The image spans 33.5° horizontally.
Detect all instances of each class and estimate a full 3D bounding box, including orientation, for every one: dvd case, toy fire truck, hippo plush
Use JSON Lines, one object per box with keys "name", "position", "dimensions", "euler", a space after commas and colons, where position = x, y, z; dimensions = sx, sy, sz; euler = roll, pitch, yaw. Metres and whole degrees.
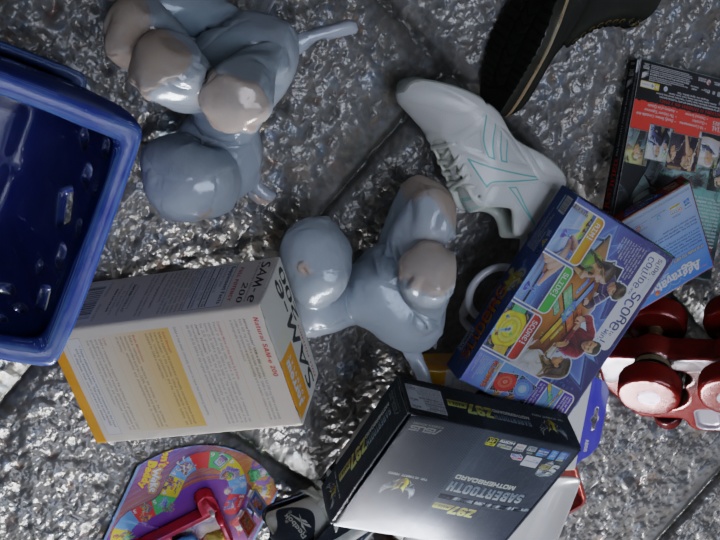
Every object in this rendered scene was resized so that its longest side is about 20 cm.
{"name": "dvd case", "position": [0.310, -0.098, 1.196], "dimensions": [0.144, 0.022, 0.203], "euler": [7, 94, -27]}
{"name": "toy fire truck", "position": [0.358, 0.120, 1.277], "dimensions": [0.197, 0.113, 0.169], "euler": [-2, 138, 24]}
{"name": "hippo plush", "position": [-0.129, -0.134, 0.958], "dimensions": [0.158, 0.200, 0.162], "euler": [29, 127, 7]}
{"name": "hippo plush", "position": [0.000, 0.000, 1.086], "dimensions": [0.158, 0.161, 0.201], "euler": [3, 138, -1]}

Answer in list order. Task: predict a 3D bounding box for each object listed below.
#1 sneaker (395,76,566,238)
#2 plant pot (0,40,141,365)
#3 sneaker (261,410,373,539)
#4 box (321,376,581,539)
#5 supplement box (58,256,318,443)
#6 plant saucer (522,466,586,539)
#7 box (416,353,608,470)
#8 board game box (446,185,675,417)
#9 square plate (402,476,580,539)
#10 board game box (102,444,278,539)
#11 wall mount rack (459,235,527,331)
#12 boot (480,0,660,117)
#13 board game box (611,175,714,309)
{"name": "sneaker", "position": [0.104, -0.101, 1.087], "dimensions": [0.199, 0.070, 0.081], "euler": [36, 79, -26]}
{"name": "plant pot", "position": [-0.295, -0.073, 0.874], "dimensions": [0.198, 0.180, 0.202], "euler": [16, 107, -30]}
{"name": "sneaker", "position": [-0.031, 0.231, 1.179], "dimensions": [0.129, 0.079, 0.201], "euler": [-4, 130, -53]}
{"name": "box", "position": [0.084, 0.186, 1.124], "dimensions": [0.198, 0.051, 0.158], "euler": [16, 125, -27]}
{"name": "supplement box", "position": [-0.149, 0.070, 1.021], "dimensions": [0.197, 0.074, 0.127], "euler": [-7, 122, 16]}
{"name": "plant saucer", "position": [0.134, 0.223, 1.296], "dimensions": [0.198, 0.037, 0.201], "euler": [-29, 122, -10]}
{"name": "box", "position": [0.150, 0.143, 1.205], "dimensions": [0.197, 0.042, 0.121], "euler": [0, 113, -16]}
{"name": "board game box", "position": [0.188, 0.038, 1.124], "dimensions": [0.134, 0.034, 0.201], "euler": [27, 101, -28]}
{"name": "square plate", "position": [0.122, 0.298, 1.289], "dimensions": [0.198, 0.028, 0.201], "euler": [8, 110, -27]}
{"name": "board game box", "position": [-0.169, 0.268, 1.179], "dimensions": [0.157, 0.039, 0.202], "euler": [19, 105, -30]}
{"name": "wall mount rack", "position": [0.188, -0.002, 1.193], "dimensions": [0.198, 0.075, 0.175], "euler": [15, 111, -29]}
{"name": "boot", "position": [0.203, -0.220, 1.091], "dimensions": [0.137, 0.077, 0.202], "euler": [15, 109, -34]}
{"name": "board game box", "position": [0.245, 0.001, 1.161], "dimensions": [0.198, 0.019, 0.104], "euler": [-29, 118, -6]}
